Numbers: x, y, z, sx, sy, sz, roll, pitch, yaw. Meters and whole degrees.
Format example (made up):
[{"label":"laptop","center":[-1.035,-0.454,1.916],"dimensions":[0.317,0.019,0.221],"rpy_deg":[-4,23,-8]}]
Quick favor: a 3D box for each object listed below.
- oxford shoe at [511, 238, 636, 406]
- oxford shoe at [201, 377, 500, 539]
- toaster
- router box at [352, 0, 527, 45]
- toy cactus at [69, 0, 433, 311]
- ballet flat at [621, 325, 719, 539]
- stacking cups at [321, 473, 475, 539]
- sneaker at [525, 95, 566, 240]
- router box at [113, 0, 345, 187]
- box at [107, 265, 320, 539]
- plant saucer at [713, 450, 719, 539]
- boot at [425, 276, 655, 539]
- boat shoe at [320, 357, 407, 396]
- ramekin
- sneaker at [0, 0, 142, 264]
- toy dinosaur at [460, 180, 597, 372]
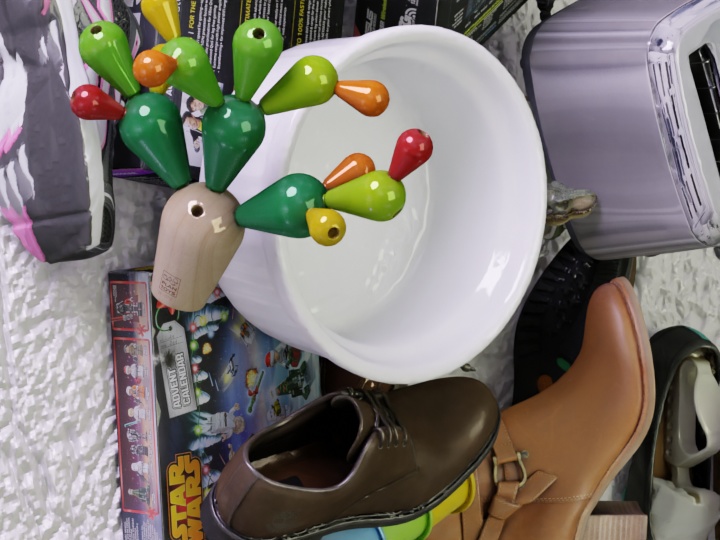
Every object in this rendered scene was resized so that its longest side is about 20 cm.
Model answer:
[{"label":"oxford shoe","center":[0.148,0.065,1.821],"dimensions":[0.084,0.072,0.201],"rpy_deg":[18,89,-49]},{"label":"oxford shoe","center":[0.008,0.102,1.555],"dimensions":[0.199,0.073,0.085],"rpy_deg":[-23,152,-34]},{"label":"toaster","center":[0.189,-0.102,1.723],"dimensions":[0.113,0.129,0.201],"rpy_deg":[-30,111,-39]},{"label":"router box","center":[0.075,-0.224,1.691],"dimensions":[0.200,0.062,0.150],"rpy_deg":[-46,156,-37]},{"label":"toy cactus","center":[-0.072,-0.051,1.420],"dimensions":[0.102,0.199,0.166],"rpy_deg":[-59,170,-64]},{"label":"ballet flat","center":[0.221,0.139,1.895],"dimensions":[0.068,0.068,0.201],"rpy_deg":[3,88,-31]},{"label":"stacking cups","center":[-0.014,0.163,1.593],"dimensions":[0.200,0.060,0.061],"rpy_deg":[-33,114,-41]},{"label":"sneaker","center":[0.132,-0.065,1.806],"dimensions":[0.200,0.067,0.090],"rpy_deg":[7,92,-46]},{"label":"router box","center":[-0.077,-0.146,1.584],"dimensions":[0.149,0.051,0.201],"rpy_deg":[10,83,-45]},{"label":"box","center":[-0.081,0.093,1.593],"dimensions":[0.136,0.040,0.201],"rpy_deg":[-8,97,-46]},{"label":"plant saucer","center":[0.273,0.159,1.913],"dimensions":[0.200,0.035,0.202],"rpy_deg":[-1,90,-89]},{"label":"boot","center":[0.106,0.102,1.734],"dimensions":[0.154,0.077,0.201],"rpy_deg":[3,96,-5]},{"label":"boat shoe","center":[0.000,0.000,1.664],"dimensions":[0.068,0.072,0.201],"rpy_deg":[30,60,-38]},{"label":"ramekin","center":[0.003,-0.041,1.552],"dimensions":[0.200,0.097,0.202],"rpy_deg":[-6,99,-38]},{"label":"sneaker","center":[-0.152,-0.106,1.487],"dimensions":[0.086,0.080,0.201],"rpy_deg":[-13,101,-47]},{"label":"toy dinosaur","center":[0.069,0.016,1.733],"dimensions":[0.200,0.047,0.088],"rpy_deg":[-43,154,-4]}]
